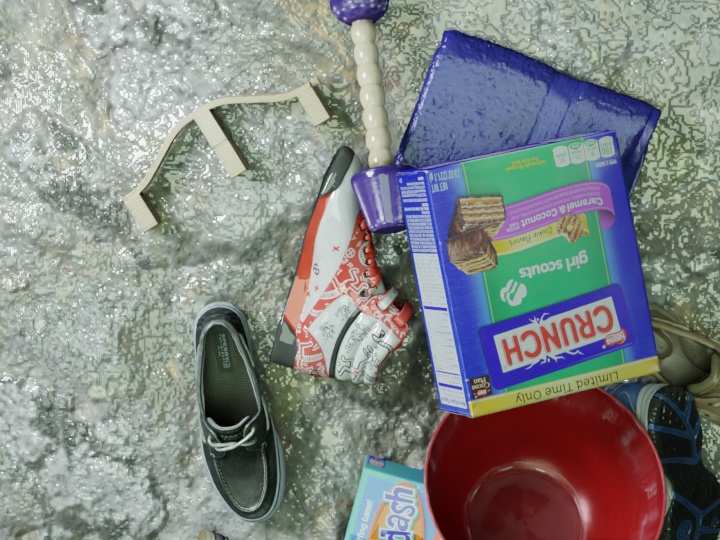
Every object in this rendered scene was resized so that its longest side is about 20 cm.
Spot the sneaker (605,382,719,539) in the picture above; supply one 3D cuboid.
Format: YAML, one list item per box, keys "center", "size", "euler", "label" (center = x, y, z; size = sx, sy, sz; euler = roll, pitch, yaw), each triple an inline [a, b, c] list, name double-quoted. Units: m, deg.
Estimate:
- center: [0.259, 0.180, 1.633]
  size: [0.076, 0.077, 0.201]
  euler: [-27, 117, -33]
  label: "sneaker"

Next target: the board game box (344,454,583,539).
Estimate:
- center: [0.081, 0.263, 1.665]
  size: [0.199, 0.045, 0.153]
  euler: [14, 101, 2]
  label: "board game box"

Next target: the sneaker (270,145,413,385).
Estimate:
- center: [0.000, 0.000, 1.612]
  size: [0.108, 0.067, 0.202]
  euler: [17, 105, 0]
  label: "sneaker"

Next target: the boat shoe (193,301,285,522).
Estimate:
- center: [-0.114, 0.129, 1.640]
  size: [0.072, 0.071, 0.201]
  euler: [-12, 100, 6]
  label: "boat shoe"

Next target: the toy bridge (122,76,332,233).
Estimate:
- center: [-0.119, -0.111, 1.617]
  size: [0.200, 0.027, 0.067]
  euler: [-32, 96, 8]
  label: "toy bridge"

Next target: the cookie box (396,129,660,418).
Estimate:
- center: [0.136, 0.002, 1.520]
  size: [0.171, 0.075, 0.201]
  euler: [-13, 95, -16]
  label: "cookie box"

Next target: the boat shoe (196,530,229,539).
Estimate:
- center: [-0.119, 0.328, 1.682]
  size: [0.065, 0.072, 0.201]
  euler: [-1, 97, -9]
  label: "boat shoe"

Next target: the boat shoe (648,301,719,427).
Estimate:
- center: [0.299, 0.095, 1.609]
  size: [0.200, 0.065, 0.071]
  euler: [27, 101, -1]
  label: "boat shoe"

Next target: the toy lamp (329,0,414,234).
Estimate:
- center: [0.013, -0.130, 1.560]
  size: [0.058, 0.058, 0.201]
  euler: [-7, 79, 5]
  label: "toy lamp"

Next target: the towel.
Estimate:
- center: [0.137, -0.103, 1.595]
  size: [0.200, 0.050, 0.148]
  euler: [22, 94, 0]
  label: "towel"

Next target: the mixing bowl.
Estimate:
- center: [0.146, 0.195, 1.577]
  size: [0.199, 0.108, 0.201]
  euler: [2, 65, -4]
  label: "mixing bowl"
